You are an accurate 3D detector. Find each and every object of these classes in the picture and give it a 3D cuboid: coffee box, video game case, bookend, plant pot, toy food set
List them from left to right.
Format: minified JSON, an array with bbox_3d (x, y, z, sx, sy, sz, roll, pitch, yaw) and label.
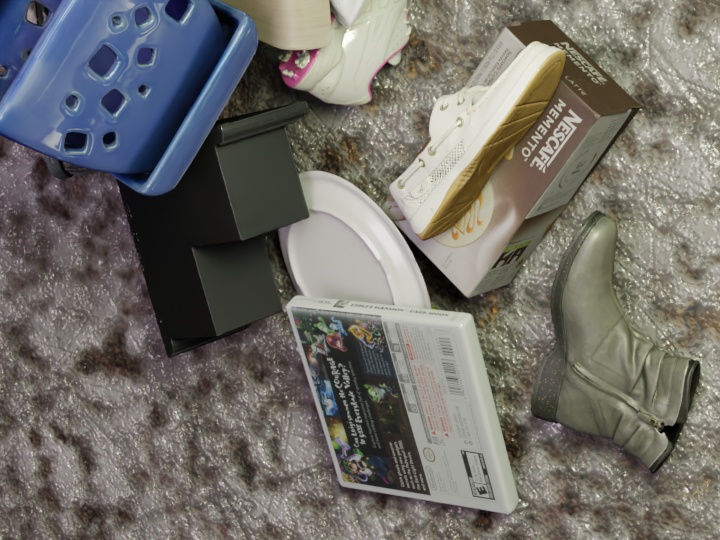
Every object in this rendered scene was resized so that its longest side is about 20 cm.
[{"bbox_3d":[-0.212,-0.181,1.666,0.200,0.180,0.200,-60,31,1],"label":"plant pot"},{"bbox_3d":[-0.113,-0.034,1.764,0.200,0.092,0.199,-7,101,55],"label":"bookend"},{"bbox_3d":[-0.086,-0.278,1.694,0.200,0.060,0.144,30,130,54],"label":"toy food set"},{"bbox_3d":[0.037,0.116,1.737,0.181,0.023,0.200,5,125,33],"label":"video game case"},{"bbox_3d":[0.122,-0.092,1.644,0.114,0.080,0.200,46,121,18],"label":"coffee box"}]

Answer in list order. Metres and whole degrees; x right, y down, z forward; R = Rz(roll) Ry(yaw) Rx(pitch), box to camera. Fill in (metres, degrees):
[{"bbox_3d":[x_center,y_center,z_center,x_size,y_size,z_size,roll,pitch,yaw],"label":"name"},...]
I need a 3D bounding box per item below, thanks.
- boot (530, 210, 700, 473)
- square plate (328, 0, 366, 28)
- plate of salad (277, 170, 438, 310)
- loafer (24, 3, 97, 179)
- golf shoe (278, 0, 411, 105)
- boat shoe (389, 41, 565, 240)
[{"bbox_3d":[0.220,0.057,1.626,0.130,0.068,0.201,20,118,25],"label":"boot"},{"bbox_3d":[-0.012,-0.332,1.660,0.200,0.028,0.198,-61,38,22],"label":"square plate"},{"bbox_3d":[0.000,0.000,1.753,0.200,0.048,0.200,36,142,34],"label":"plate of salad"},{"bbox_3d":[-0.280,-0.189,1.918,0.063,0.072,0.201,-5,104,15],"label":"loafer"},{"bbox_3d":[0.012,-0.231,1.706,0.200,0.091,0.075,-57,30,9],"label":"golf shoe"},{"bbox_3d":[0.083,-0.113,1.573,0.069,0.071,0.200,48,123,16],"label":"boat shoe"}]
